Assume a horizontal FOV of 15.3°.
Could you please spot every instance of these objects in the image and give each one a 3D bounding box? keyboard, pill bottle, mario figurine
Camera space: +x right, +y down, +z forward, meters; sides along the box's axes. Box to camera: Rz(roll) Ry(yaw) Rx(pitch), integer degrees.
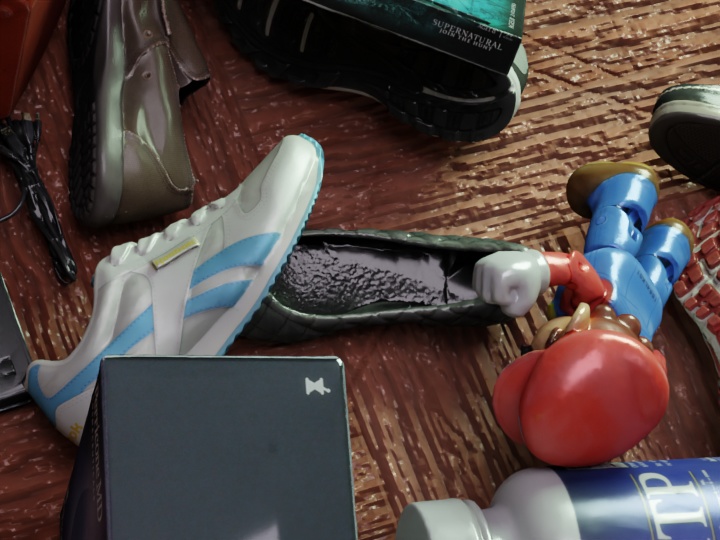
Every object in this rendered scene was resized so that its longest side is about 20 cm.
[{"bbox_3d":[-0.213,-0.018,1.423,0.126,0.021,0.201,-17,70,-15],"label":"keyboard"},{"bbox_3d":[0.123,0.158,1.360,0.198,0.120,0.120,-2,65,-14],"label":"pill bottle"},{"bbox_3d":[0.110,0.029,1.402,0.123,0.106,0.200,27,39,-1],"label":"mario figurine"}]

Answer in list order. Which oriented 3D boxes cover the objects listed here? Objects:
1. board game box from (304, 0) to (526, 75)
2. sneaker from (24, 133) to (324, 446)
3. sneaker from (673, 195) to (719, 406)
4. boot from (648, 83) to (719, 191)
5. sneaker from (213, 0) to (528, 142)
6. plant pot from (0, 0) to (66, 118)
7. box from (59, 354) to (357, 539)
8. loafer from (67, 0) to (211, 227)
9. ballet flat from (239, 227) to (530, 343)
[{"bbox_3d":[0.029,-0.182,1.498,0.134,0.028,0.200,19,29,-5],"label":"board game box"},{"bbox_3d":[-0.090,0.005,1.376,0.081,0.077,0.200,36,79,0],"label":"sneaker"},{"bbox_3d":[0.222,0.037,1.476,0.077,0.082,0.201,-19,49,17],"label":"sneaker"},{"bbox_3d":[0.258,-0.119,1.554,0.199,0.073,0.152,8,64,-14],"label":"boot"},{"bbox_3d":[0.004,-0.137,1.514,0.199,0.074,0.079,27,30,7],"label":"sneaker"},{"bbox_3d":[-0.234,-0.194,1.404,0.199,0.200,0.177,10,64,-9],"label":"plant pot"},{"bbox_3d":[-0.075,0.168,1.262,0.122,0.199,0.201,1,63,-13],"label":"box"},{"bbox_3d":[-0.120,-0.112,1.470,0.071,0.073,0.201,9,67,-21],"label":"loafer"},{"bbox_3d":[0.000,0.000,1.442,0.198,0.057,0.067,-3,68,-11],"label":"ballet flat"}]
